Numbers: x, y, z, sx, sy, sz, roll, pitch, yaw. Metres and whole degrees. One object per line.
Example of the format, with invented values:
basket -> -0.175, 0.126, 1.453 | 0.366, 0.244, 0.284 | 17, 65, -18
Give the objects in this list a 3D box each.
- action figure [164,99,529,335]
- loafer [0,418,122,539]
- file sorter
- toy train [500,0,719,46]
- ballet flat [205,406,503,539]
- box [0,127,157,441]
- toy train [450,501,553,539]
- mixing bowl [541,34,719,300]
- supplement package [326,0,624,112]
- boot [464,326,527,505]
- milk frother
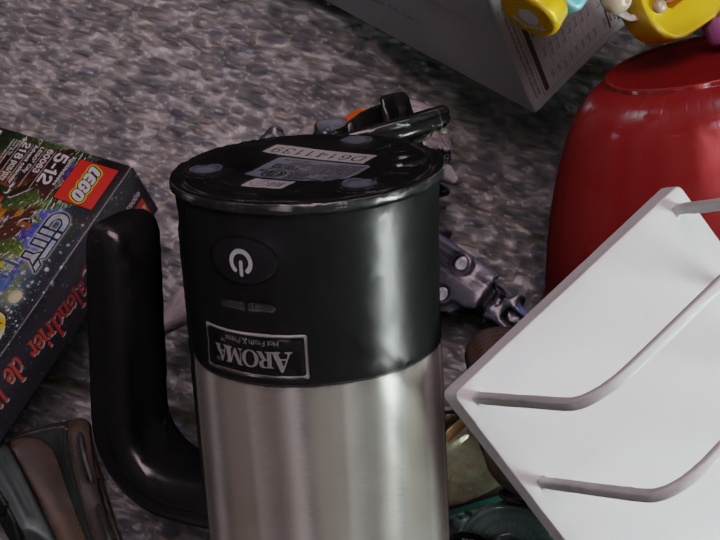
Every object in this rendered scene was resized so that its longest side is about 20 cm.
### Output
action figure -> 0.000, 0.000, 1.013 | 0.199, 0.105, 0.194 | 27, 78, 18
loafer -> -0.116, 0.154, 0.954 | 0.063, 0.072, 0.201 | -26, 65, -20
file sorter -> 0.163, 0.082, 0.811 | 0.139, 0.124, 0.200 | -41, 101, -17
toy train -> 0.123, -0.180, 0.949 | 0.198, 0.055, 0.152 | -4, 88, -29
ballet flat -> -0.009, 0.108, 0.977 | 0.199, 0.067, 0.063 | -20, 94, -19
box -> -0.211, 0.018, 1.007 | 0.136, 0.038, 0.201 | 16, 62, 32
toy train -> 0.112, 0.179, 0.928 | 0.198, 0.115, 0.085 | 9, 23, -3
mixing bowl -> 0.175, -0.051, 0.964 | 0.198, 0.200, 0.109 | -17, 107, -10
supplement package -> 0.040, -0.205, 1.042 | 0.111, 0.156, 0.200 | -44, 47, -15
boot -> 0.145, 0.076, 0.953 | 0.198, 0.071, 0.146 | -5, 34, -22
milk frother -> -0.009, 0.029, 0.904 | 0.199, 0.190, 0.180 | -18, 24, -41
